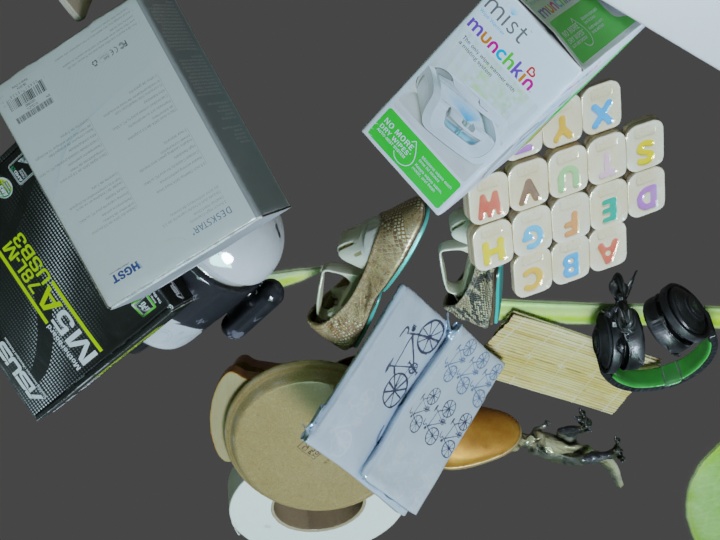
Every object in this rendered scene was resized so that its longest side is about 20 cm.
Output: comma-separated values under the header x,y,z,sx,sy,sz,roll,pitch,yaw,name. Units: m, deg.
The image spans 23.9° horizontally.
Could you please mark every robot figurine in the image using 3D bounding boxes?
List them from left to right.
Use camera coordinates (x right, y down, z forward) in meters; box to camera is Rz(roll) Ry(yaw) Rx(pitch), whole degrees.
x,y,z,sx,sy,sz,roll,pitch,yaw,name
-0.157,-0.010,1.520,0.200,0.125,0.150,-38,150,30,robot figurine

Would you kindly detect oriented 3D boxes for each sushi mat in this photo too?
x,y,z,sx,sy,sz,roll,pitch,yaw,name
0.213,0.098,1.779,0.199,0.012,0.096,18,132,-27,sushi mat

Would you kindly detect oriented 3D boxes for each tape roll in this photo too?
x,y,z,sx,sy,sz,roll,pitch,yaw,name
-0.049,0.248,1.892,0.201,0.037,0.204,-4,139,-4,tape roll

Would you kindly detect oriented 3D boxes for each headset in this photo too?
x,y,z,sx,sy,sz,roll,pitch,yaw,name
0.288,0.069,1.697,0.123,0.094,0.200,-22,139,15,headset

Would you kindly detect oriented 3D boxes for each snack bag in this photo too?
x,y,z,sx,sy,sz,roll,pitch,yaw,name
0.047,0.127,1.668,0.189,0.021,0.200,-56,136,-9,snack bag

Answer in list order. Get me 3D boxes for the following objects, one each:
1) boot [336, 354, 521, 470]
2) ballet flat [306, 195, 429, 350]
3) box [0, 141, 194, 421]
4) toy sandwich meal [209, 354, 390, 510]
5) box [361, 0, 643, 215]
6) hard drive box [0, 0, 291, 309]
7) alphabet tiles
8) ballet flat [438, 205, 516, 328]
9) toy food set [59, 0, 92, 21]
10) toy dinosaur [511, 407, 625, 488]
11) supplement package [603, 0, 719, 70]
x,y,z,sx,sy,sz,roll,pitch,yaw,name
0.071,0.139,1.761,0.199,0.071,0.145,-2,139,0,boot
0.000,0.000,1.600,0.065,0.071,0.201,21,130,-9,ballet flat
-0.269,-0.001,1.479,0.193,0.047,0.201,-36,87,27,box
-0.052,0.158,1.725,0.203,0.070,0.207,1,121,2,toy sandwich meal
0.121,-0.162,1.327,0.097,0.200,0.176,47,124,3,box
-0.176,-0.095,1.357,0.155,0.201,0.077,-29,179,18,hard drive box
0.185,-0.070,1.523,0.199,0.015,0.197,-19,126,-16,alphabet tiles
0.111,-0.020,1.598,0.075,0.068,0.201,13,139,1,ballet flat
-0.163,-0.276,1.262,0.199,0.061,0.144,-21,137,16,toy food set
0.239,0.195,1.871,0.199,0.048,0.088,20,147,-29,toy dinosaur
0.271,-0.250,1.312,0.199,0.122,0.120,23,130,-31,supplement package
